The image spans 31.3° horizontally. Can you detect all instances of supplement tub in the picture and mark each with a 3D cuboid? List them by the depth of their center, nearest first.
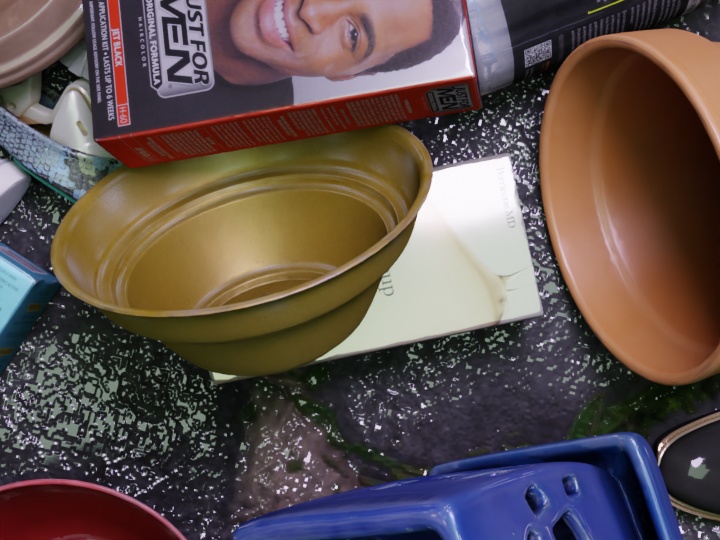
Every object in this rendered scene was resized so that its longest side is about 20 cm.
[{"bbox_3d":[0.132,-0.193,0.767,0.200,0.123,0.123,-22,89,-2],"label":"supplement tub"}]

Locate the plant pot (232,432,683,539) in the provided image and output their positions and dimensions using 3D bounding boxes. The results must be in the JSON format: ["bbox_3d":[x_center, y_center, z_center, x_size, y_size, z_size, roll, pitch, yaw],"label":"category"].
[{"bbox_3d":[0.076,0.197,0.705,0.180,0.200,0.200,-17,87,-39],"label":"plant pot"}]

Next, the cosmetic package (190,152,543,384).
[{"bbox_3d":[0.000,0.000,0.781,0.200,0.073,0.104,-13,87,-1],"label":"cosmetic package"}]

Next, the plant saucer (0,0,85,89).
[{"bbox_3d":[-0.231,-0.199,0.745,0.200,0.029,0.200,-2,77,7],"label":"plant saucer"}]

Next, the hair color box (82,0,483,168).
[{"bbox_3d":[-0.042,-0.123,0.682,0.200,0.061,0.102,-9,79,7],"label":"hair color box"}]

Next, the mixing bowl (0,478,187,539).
[{"bbox_3d":[-0.172,0.215,0.749,0.200,0.108,0.201,0,88,-3],"label":"mixing bowl"}]

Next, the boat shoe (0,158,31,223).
[{"bbox_3d":[-0.294,-0.014,0.779,0.200,0.072,0.069,-38,90,6],"label":"boat shoe"}]

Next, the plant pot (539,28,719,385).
[{"bbox_3d":[0.212,-0.048,0.742,0.140,0.200,0.200,-14,88,-20],"label":"plant pot"}]

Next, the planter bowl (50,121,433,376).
[{"bbox_3d":[-0.054,-0.003,0.681,0.200,0.200,0.084,-15,123,-2],"label":"planter bowl"}]

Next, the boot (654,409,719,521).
[{"bbox_3d":[0.283,0.122,0.752,0.200,0.138,0.078,-2,90,0],"label":"boot"}]

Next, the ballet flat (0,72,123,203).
[{"bbox_3d":[-0.195,-0.100,0.774,0.200,0.074,0.074,31,87,-2],"label":"ballet flat"}]

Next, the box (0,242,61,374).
[{"bbox_3d":[-0.259,0.076,0.765,0.049,0.082,0.200,33,88,-1],"label":"box"}]

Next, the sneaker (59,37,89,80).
[{"bbox_3d":[-0.108,-0.141,0.781,0.200,0.081,0.077,18,103,2],"label":"sneaker"}]
